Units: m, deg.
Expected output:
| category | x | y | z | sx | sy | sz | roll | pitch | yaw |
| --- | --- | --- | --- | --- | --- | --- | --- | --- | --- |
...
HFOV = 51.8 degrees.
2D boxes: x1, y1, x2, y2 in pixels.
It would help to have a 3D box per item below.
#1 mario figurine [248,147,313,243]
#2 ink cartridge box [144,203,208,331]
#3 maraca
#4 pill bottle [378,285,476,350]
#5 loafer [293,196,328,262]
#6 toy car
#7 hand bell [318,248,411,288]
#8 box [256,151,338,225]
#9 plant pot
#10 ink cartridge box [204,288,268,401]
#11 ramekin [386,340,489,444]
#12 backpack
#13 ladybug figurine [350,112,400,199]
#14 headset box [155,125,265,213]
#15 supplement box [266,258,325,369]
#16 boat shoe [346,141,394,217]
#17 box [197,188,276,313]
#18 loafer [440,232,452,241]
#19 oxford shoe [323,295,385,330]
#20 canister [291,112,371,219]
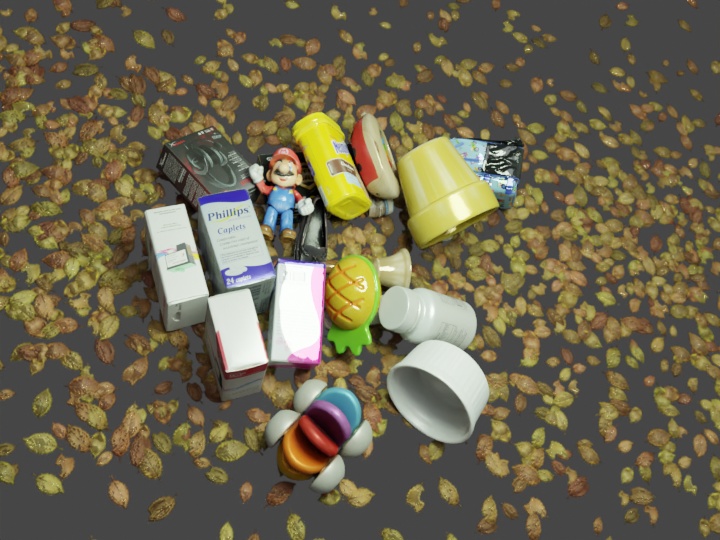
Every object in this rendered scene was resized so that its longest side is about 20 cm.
| category | x | y | z | sx | sy | sz | roll | pitch | yaw |
| --- | --- | --- | --- | --- | --- | --- | --- | --- | --- |
| mario figurine | -0.169 | -0.168 | 1.561 | 0.122 | 0.105 | 0.203 | 19 | 68 | -42 |
| ink cartridge box | -0.365 | -0.004 | 1.462 | 0.083 | 0.145 | 0.203 | -12 | 68 | -20 |
| maraca | -0.018 | 0.070 | 1.504 | 0.106 | 0.136 | 0.204 | 7 | 86 | -48 |
| pill bottle | 0.137 | 0.099 | 1.533 | 0.198 | 0.114 | 0.116 | 18 | 57 | -38 |
| loafer | -0.102 | -0.061 | 1.585 | 0.071 | 0.063 | 0.204 | 5 | 81 | -18 |
| toy car | -0.072 | 0.301 | 1.396 | 0.175 | 0.150 | 0.200 | 41 | 61 | 7 |
| hand bell | 0.000 | 0.000 | 1.584 | 0.197 | 0.104 | 0.106 | 3 | 64 | -17 |
| box | -0.124 | -0.191 | 1.678 | 0.197 | 0.049 | 0.162 | -7 | 69 | -19 |
| plant pot | 0.173 | -0.176 | 1.606 | 0.199 | 0.201 | 0.191 | -23 | 84 | -24 |
| ink cartridge box | -0.237 | 0.145 | 1.396 | 0.084 | 0.201 | 0.149 | -12 | 68 | -20 |
| ramekin | 0.159 | 0.236 | 1.471 | 0.200 | 0.201 | 0.098 | 42 | 54 | 7 |
| backpack | 0.273 | -0.233 | 1.743 | 0.196 | 0.183 | 0.137 | 9 | 79 | 4 |
| ladybug figurine | 0.029 | -0.249 | 1.636 | 0.071 | 0.136 | 0.203 | -19 | 82 | 13 |
| headset box | -0.313 | -0.200 | 1.590 | 0.200 | 0.077 | 0.148 | 46 | 43 | 10 |
| supplement box | -0.131 | 0.091 | 1.488 | 0.099 | 0.103 | 0.204 | 6 | 74 | -13 |
| boat shoe | 0.007 | -0.214 | 1.713 | 0.071 | 0.072 | 0.202 | -20 | 72 | -22 |
| box | -0.252 | -0.028 | 1.484 | 0.103 | 0.184 | 0.202 | -15 | 70 | -19 |
| loafer | 0.169 | -0.164 | 1.736 | 0.075 | 0.068 | 0.202 | -13 | 69 | -21 |
| oxford shoe | 0.016 | 0.087 | 1.578 | 0.197 | 0.058 | 0.076 | -5 | 70 | -15 |
| canister | -0.059 | -0.222 | 1.607 | 0.086 | 0.148 | 0.202 | -28 | 74 | 15 |
